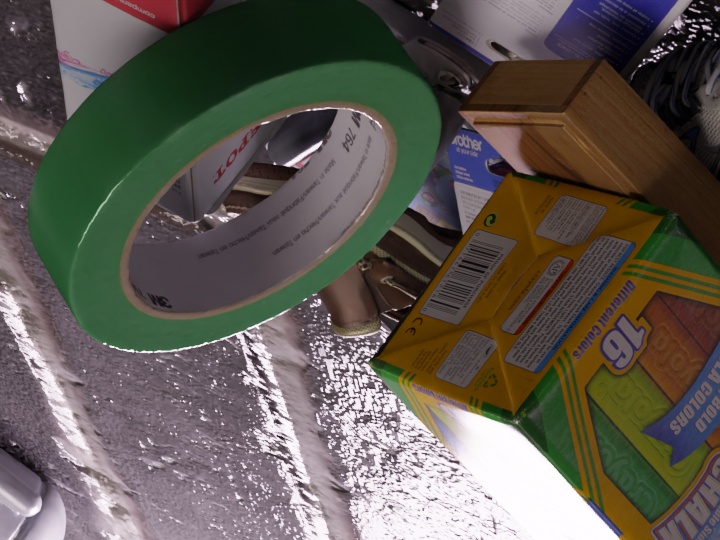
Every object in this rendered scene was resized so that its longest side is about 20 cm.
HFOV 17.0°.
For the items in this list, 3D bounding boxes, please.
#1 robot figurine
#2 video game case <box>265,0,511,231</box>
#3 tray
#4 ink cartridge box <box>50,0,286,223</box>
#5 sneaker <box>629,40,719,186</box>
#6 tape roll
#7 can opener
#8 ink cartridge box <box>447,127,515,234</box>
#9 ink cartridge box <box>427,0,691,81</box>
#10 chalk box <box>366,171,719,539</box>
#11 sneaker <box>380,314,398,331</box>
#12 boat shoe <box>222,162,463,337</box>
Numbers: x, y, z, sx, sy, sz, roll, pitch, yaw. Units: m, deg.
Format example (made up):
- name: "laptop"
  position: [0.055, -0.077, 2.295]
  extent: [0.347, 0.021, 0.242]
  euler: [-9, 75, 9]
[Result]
- name: "robot figurine"
  position: [-0.351, 0.215, 2.195]
  extent: [0.200, 0.113, 0.169]
  euler: [38, 148, -15]
- name: "video game case"
  position: [0.030, -0.075, 1.340]
  extent: [0.143, 0.017, 0.200]
  euler: [31, 156, -2]
- name: "tray"
  position: [0.143, -0.020, 1.143]
  extent: [0.200, 0.037, 0.099]
  euler: [45, 164, -22]
- name: "ink cartridge box"
  position: [-0.076, -0.142, 1.161]
  extent: [0.083, 0.146, 0.200]
  euler: [27, 150, 15]
- name: "sneaker"
  position: [0.161, -0.071, 1.135]
  extent: [0.085, 0.077, 0.200]
  euler: [30, 155, 12]
- name: "tape roll"
  position: [-0.058, -0.043, 1.141]
  extent: [0.048, 0.200, 0.201]
  euler: [56, 167, 28]
- name: "can opener"
  position: [0.002, -0.071, 1.277]
  extent: [0.053, 0.067, 0.200]
  euler: [38, 154, -14]
- name: "ink cartridge box"
  position: [0.105, 0.020, 1.265]
  extent: [0.119, 0.042, 0.201]
  euler: [20, 128, 55]
- name: "ink cartridge box"
  position: [0.104, -0.144, 1.105]
  extent: [0.099, 0.039, 0.200]
  euler: [32, 154, -2]
- name: "chalk box"
  position: [0.127, 0.069, 1.140]
  extent: [0.200, 0.125, 0.124]
  euler: [45, 165, -32]
- name: "sneaker"
  position: [0.074, 0.053, 1.461]
  extent: [0.199, 0.060, 0.104]
  euler: [23, 155, -18]
- name: "boat shoe"
  position: [0.004, 0.001, 1.320]
  extent: [0.202, 0.075, 0.075]
  euler: [21, 171, -37]
